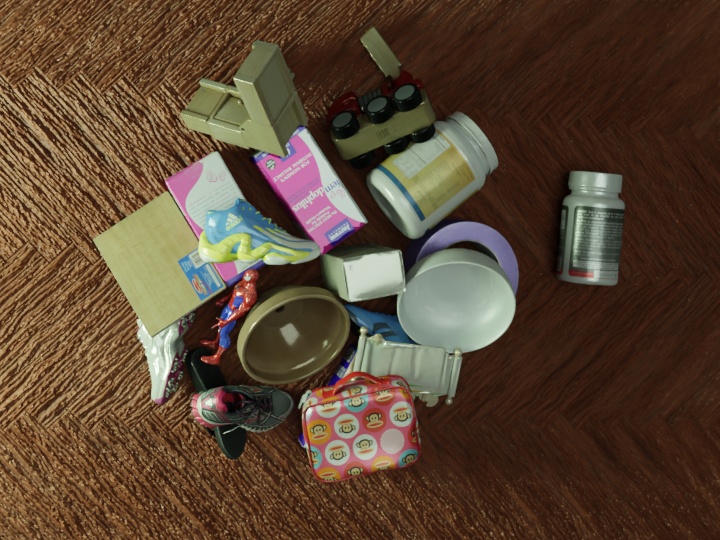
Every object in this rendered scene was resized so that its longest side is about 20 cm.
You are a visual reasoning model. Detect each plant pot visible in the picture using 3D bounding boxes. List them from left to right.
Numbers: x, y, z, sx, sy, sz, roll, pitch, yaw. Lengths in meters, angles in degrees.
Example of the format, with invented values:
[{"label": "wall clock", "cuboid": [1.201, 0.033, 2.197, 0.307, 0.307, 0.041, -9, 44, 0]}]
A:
[{"label": "plant pot", "cuboid": [-0.124, 0.091, 1.685, 0.199, 0.093, 0.202, -16, 136, -17]}]

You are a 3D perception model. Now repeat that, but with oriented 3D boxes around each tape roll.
[{"label": "tape roll", "cuboid": [0.178, 0.009, 1.772, 0.198, 0.085, 0.202, -1, 96, -12]}]

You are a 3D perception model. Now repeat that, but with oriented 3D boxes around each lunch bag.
[{"label": "lunch bag", "cuboid": [-0.002, 0.257, 1.677, 0.198, 0.082, 0.178, -10, 105, -3]}]

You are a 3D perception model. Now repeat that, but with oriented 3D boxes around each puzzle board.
[{"label": "puzzle board", "cuboid": [-0.335, -0.011, 1.642, 0.150, 0.017, 0.201, -33, 77, -3]}]

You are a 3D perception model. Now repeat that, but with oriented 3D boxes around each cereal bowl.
[{"label": "cereal bowl", "cuboid": [0.160, 0.040, 1.665, 0.198, 0.084, 0.201, 0, 128, 0]}]

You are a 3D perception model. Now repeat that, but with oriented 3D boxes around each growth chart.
[{"label": "growth chart", "cuboid": [0.080, 0.172, 1.701, 0.198, 0.018, 0.146, 12, 126, -8]}]

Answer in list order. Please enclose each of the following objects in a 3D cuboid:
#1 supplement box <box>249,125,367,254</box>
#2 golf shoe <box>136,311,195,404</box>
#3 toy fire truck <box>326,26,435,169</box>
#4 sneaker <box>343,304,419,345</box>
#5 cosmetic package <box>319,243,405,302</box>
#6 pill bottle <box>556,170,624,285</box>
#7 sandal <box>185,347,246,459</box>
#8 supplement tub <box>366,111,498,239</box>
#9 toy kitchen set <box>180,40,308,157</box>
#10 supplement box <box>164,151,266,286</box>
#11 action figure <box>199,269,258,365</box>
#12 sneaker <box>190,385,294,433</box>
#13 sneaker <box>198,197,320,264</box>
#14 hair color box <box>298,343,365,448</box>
[{"label": "supplement box", "cuboid": [-0.090, -0.139, 1.678, 0.101, 0.103, 0.201, -36, 104, -6]}, {"label": "golf shoe", "cuboid": [-0.341, 0.125, 1.678, 0.091, 0.075, 0.202, 12, 94, 7]}, {"label": "toy fire truck", "cuboid": [0.022, -0.303, 1.692, 0.175, 0.201, 0.129, -22, 132, 11]}, {"label": "sneaker", "cuboid": [0.050, 0.104, 1.766, 0.199, 0.066, 0.079, 34, 76, -14]}, {"label": "cosmetic package", "cuboid": [0.000, 0.000, 1.669, 0.103, 0.200, 0.074, -10, 98, -11]}, {"label": "pill bottle", "cuboid": [0.424, -0.078, 1.804, 0.113, 0.114, 0.202, 3, 95, -13]}, {"label": "sandal", "cuboid": [-0.254, 0.232, 1.710, 0.048, 0.075, 0.202, -22, 89, 34]}, {"label": "supplement tub", "cuboid": [0.125, -0.167, 1.710, 0.200, 0.145, 0.145, -38, 103, -7]}, {"label": "toy kitchen set", "cuboid": [-0.186, -0.318, 1.575, 0.199, 0.181, 0.164, 18, 64, 24]}, {"label": "supplement box", "cuboid": [-0.236, -0.089, 1.655, 0.101, 0.103, 0.201, -31, 103, -8]}, {"label": "action figure", "cuboid": [-0.218, 0.072, 1.641, 0.051, 0.066, 0.201, 21, 124, -22]}, {"label": "sneaker", "cuboid": [-0.189, 0.234, 1.679, 0.199, 0.074, 0.081, 3, 71, -46]}, {"label": "sneaker", "cuboid": [-0.161, -0.064, 1.586, 0.198, 0.076, 0.106, -1, 95, -13]}, {"label": "hair color box", "cuboid": [-0.014, 0.246, 1.762, 0.109, 0.065, 0.201, 29, 87, -14]}]
